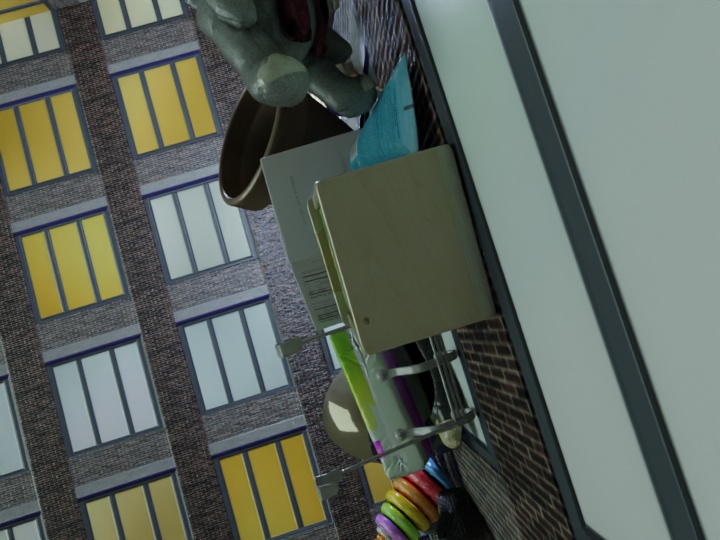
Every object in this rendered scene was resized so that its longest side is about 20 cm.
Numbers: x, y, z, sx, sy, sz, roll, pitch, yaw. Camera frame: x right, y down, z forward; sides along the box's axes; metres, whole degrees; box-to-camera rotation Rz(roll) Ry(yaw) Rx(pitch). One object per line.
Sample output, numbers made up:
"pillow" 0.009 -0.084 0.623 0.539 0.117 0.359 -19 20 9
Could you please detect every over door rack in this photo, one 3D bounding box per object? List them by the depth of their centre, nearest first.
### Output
"over door rack" 0.014 0.117 0.576 0.066 0.199 0.149 -21 86 60

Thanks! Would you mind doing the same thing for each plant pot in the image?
"plant pot" -0.089 -0.166 0.810 0.200 0.174 0.202 -26 56 48
"plant pot" 0.048 0.271 1.025 0.134 0.199 0.202 28 139 56

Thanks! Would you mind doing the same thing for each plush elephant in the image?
"plush elephant" -0.050 -0.235 0.433 0.200 0.155 0.164 44 -155 17

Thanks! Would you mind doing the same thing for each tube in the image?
"tube" 0.024 -0.125 0.525 0.200 0.050 0.078 173 85 -82

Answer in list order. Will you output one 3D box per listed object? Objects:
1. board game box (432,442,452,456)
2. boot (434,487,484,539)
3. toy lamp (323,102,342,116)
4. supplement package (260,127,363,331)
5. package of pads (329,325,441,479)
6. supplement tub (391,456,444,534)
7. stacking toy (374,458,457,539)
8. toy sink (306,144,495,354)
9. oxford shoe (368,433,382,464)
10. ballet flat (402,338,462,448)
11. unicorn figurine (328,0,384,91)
"board game box" 0.100 0.197 0.910 0.136 0.034 0.201 83 170 -70
"boot" 0.160 0.443 0.807 0.182 0.072 0.202 -23 -77 -80
"toy lamp" -0.030 -0.241 0.735 0.200 0.058 0.059 -114 8 -64
"supplement package" -0.021 -0.046 0.717 0.200 0.149 0.153 80 172 -62
"package of pads" 0.048 0.155 0.765 0.201 0.068 0.154 68 -158 4
"supplement tub" 0.117 0.411 1.077 0.200 0.106 0.108 -121 15 -74
"stacking toy" 0.066 0.404 0.905 0.110 0.200 0.116 52 157 -20
"toy sink" 0.021 -0.019 0.491 0.200 0.111 0.131 -136 30 -83
"oxford shoe" 0.051 0.213 0.887 0.084 0.072 0.201 35 -138 -44
"ballet flat" 0.077 0.126 0.695 0.067 0.056 0.201 105 153 -49
"unicorn figurine" -0.042 -0.273 0.621 0.137 0.073 0.202 -129 22 -83
